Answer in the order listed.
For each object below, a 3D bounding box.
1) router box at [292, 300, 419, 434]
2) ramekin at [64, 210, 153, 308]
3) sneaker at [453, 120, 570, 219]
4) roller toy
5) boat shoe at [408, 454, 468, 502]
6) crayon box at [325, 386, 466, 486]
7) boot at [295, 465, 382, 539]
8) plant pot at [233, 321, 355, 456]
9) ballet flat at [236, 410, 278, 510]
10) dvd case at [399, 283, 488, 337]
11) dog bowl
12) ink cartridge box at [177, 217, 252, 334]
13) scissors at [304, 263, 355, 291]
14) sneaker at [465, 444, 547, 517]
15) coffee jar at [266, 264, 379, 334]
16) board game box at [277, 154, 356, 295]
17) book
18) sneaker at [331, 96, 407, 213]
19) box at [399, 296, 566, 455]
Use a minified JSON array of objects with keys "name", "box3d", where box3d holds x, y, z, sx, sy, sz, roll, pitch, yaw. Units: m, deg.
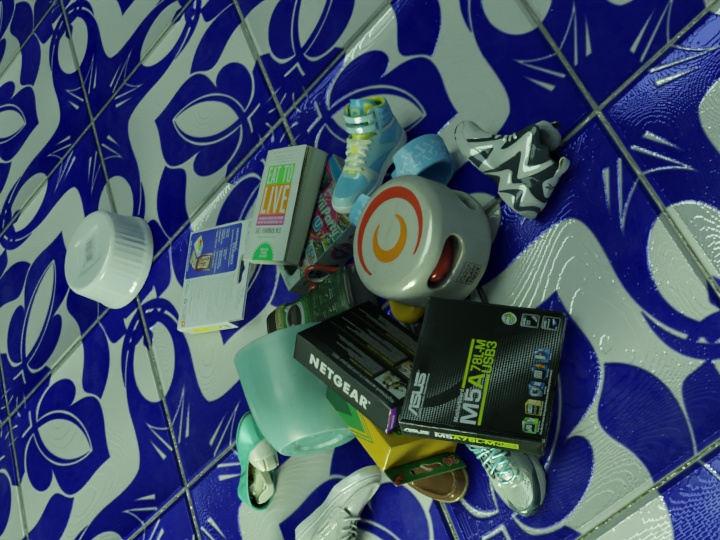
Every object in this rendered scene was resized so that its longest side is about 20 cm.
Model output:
[{"name":"router box","box3d":[0.023,0.133,1.588,0.200,0.149,0.051,36,132,33]},{"name":"ramekin","box3d":[-0.529,-0.028,2.309,0.200,0.098,0.201,-18,63,40]},{"name":"sneaker","box3d":[0.230,-0.183,1.613,0.130,0.079,0.199,-49,47,19]},{"name":"roller toy","box3d":[0.094,-0.036,1.619,0.182,0.140,0.200,-25,60,43]},{"name":"boat shoe","box3d":[0.072,0.278,1.609,0.200,0.068,0.072,26,94,47]},{"name":"crayon box","box3d":[0.054,0.211,1.577,0.200,0.127,0.051,47,135,41]},{"name":"boot","box3d":[-0.018,0.385,1.669,0.200,0.073,0.096,-51,52,31]},{"name":"plant pot","box3d":[-0.082,0.192,1.714,0.200,0.200,0.161,-30,65,34]},{"name":"ballet flat","box3d":[-0.160,0.313,1.792,0.070,0.067,0.200,37,137,35]},{"name":"dvd case","box3d":[0.136,0.102,1.641,0.150,0.025,0.200,-40,51,28]},{"name":"dog bowl","box3d":[0.070,-0.123,1.735,0.200,0.111,0.050,-49,60,21]},{"name":"ink cartridge box","box3d":[-0.255,0.012,2.058,0.200,0.047,0.198,-8,68,42]},{"name":"scissors","box3d":[0.000,0.000,1.817,0.200,0.073,0.014,-16,35,16]},{"name":"sneaker","box3d":[0.176,0.242,1.496,0.078,0.086,0.200,-42,57,25]},{"name":"coffee jar","box3d":[-0.066,0.078,1.809,0.200,0.085,0.104,-31,56,33]},{"name":"board game box","box3d":[-0.063,-0.074,1.880,0.200,0.064,0.148,-46,48,22]},{"name":"book","box3d":[-0.133,-0.109,1.893,0.134,0.048,0.200,2,77,51]},{"name":"sneaker","box3d":[-0.006,-0.197,1.767,0.079,0.131,0.200,8,53,32]},{"name":"box","box3d":[0.166,0.137,1.482,0.193,0.048,0.200,8,58,14]}]
